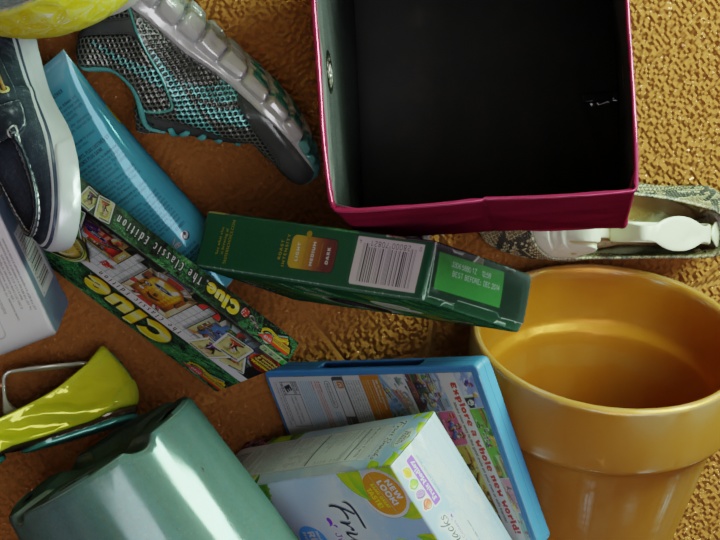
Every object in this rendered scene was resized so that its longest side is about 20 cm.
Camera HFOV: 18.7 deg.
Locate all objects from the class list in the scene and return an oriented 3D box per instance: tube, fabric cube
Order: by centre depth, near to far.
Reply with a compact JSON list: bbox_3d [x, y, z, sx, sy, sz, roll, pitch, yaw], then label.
[{"bbox_3d":[0.078,-0.129,1.434,0.198,0.199,0.198,-3,85,5],"label":"fabric cube"},{"bbox_3d":[-0.166,-0.059,1.524,0.077,0.051,0.200,-35,110,22],"label":"tube"}]

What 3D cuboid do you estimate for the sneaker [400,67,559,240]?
[{"bbox_3d":[0.068,-0.097,1.560,0.081,0.075,0.200,42,92,-10],"label":"sneaker"}]

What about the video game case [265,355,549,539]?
[{"bbox_3d":[0.031,0.129,1.558,0.018,0.199,0.144,-37,115,-43],"label":"video game case"}]

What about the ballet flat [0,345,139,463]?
[{"bbox_3d":[-0.254,0.109,1.547,0.199,0.067,0.068,-22,87,-9],"label":"ballet flat"}]

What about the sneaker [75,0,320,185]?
[{"bbox_3d":[-0.114,-0.121,1.515,0.200,0.078,0.091,43,101,-12],"label":"sneaker"}]

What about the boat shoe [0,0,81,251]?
[{"bbox_3d":[-0.249,-0.097,1.432,0.090,0.201,0.071,-5,150,-30],"label":"boat shoe"}]

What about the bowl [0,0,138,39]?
[{"bbox_3d":[-0.186,-0.226,1.425,0.200,0.200,0.108,-47,141,2],"label":"bowl"}]

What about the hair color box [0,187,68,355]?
[{"bbox_3d":[-0.310,0.025,1.481,0.199,0.061,0.100,-21,108,8],"label":"hair color box"}]

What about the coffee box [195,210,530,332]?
[{"bbox_3d":[0.000,0.000,1.483,0.123,0.199,0.044,18,82,-51],"label":"coffee box"}]

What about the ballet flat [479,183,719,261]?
[{"bbox_3d":[0.188,-0.035,1.598,0.198,0.075,0.068,1,105,-13],"label":"ballet flat"}]

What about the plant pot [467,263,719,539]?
[{"bbox_3d":[0.171,0.124,1.586,0.198,0.201,0.185,-3,120,-12],"label":"plant pot"}]

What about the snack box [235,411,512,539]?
[{"bbox_3d":[0.008,0.194,1.554,0.169,0.199,0.068,58,46,-17],"label":"snack box"}]

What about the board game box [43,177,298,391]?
[{"bbox_3d":[-0.147,0.011,1.522,0.200,0.105,0.024,38,61,-18],"label":"board game box"}]

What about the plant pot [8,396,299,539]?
[{"bbox_3d":[-0.126,0.206,1.486,0.199,0.200,0.197,-32,97,-3],"label":"plant pot"}]
